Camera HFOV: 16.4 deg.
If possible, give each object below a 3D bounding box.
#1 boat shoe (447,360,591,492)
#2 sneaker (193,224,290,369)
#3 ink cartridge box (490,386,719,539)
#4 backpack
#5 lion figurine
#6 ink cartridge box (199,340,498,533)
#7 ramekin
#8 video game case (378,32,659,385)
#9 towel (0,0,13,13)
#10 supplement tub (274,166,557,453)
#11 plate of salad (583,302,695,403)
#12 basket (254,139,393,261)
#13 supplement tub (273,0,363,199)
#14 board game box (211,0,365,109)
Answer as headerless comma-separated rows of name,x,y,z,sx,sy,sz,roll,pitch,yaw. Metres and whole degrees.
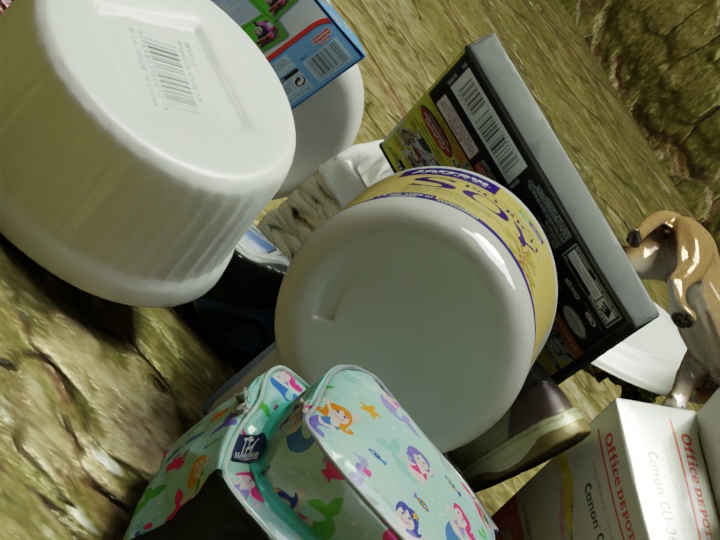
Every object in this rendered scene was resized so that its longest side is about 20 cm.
boat shoe,0.076,0.105,1.596,0.072,0.201,0.066,-16,82,-30
sneaker,-0.081,-0.006,1.561,0.200,0.076,0.077,48,19,-25
ink cartridge box,0.164,0.160,1.559,0.067,0.200,0.117,11,50,-29
backpack,-0.022,0.139,1.270,0.178,0.150,0.200,49,10,-10
lion figurine,0.217,0.024,1.598,0.123,0.072,0.200,-56,136,-44
ink cartridge box,0.002,0.123,1.513,0.137,0.076,0.200,57,16,18
ramekin,-0.133,-0.086,1.419,0.200,0.098,0.201,29,35,-22
video game case,0.096,-0.029,1.572,0.200,0.025,0.181,60,-24,6
towel,-0.216,-0.164,1.625,0.200,0.022,0.145,55,11,-1
supplement tub,0.038,0.018,1.437,0.146,0.145,0.200,53,14,-2
plate of salad,0.159,0.040,1.732,0.200,0.048,0.200,28,18,-10
basket,0.000,0.000,1.717,0.136,0.123,0.200,54,14,3
supplement tub,-0.084,-0.156,1.773,0.145,0.145,0.200,44,13,-32
board game box,-0.115,-0.169,1.615,0.200,0.151,0.037,48,12,-33
